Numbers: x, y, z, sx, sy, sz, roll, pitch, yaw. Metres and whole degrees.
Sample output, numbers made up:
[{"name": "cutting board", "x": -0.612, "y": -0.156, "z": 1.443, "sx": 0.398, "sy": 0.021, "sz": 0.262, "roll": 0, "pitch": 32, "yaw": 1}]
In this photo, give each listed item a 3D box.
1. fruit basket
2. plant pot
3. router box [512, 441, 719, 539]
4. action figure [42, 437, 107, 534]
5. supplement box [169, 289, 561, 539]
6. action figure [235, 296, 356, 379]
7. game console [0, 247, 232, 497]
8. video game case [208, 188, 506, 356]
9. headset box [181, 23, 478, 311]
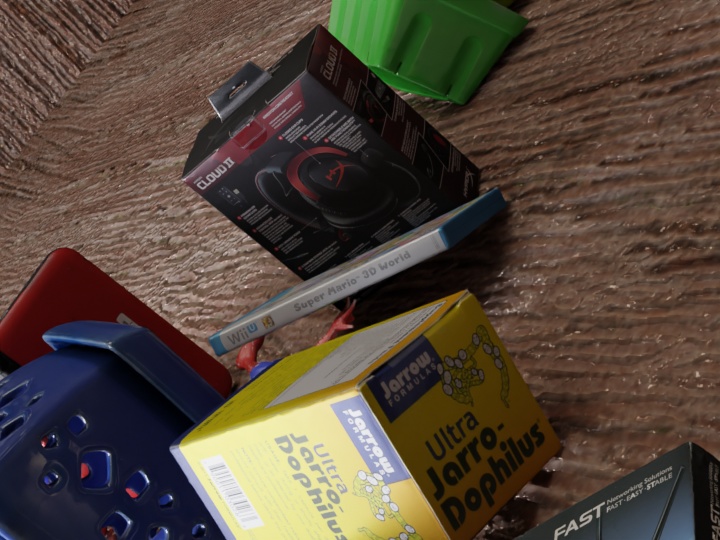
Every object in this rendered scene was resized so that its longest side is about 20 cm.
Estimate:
[{"name": "fruit basket", "x": 0.074, "y": -0.260, "z": 1.347, "sx": 0.216, "sy": 0.155, "sz": 0.216, "roll": -50, "pitch": 28, "yaw": 40}, {"name": "plant pot", "x": -0.191, "y": 0.149, "z": 1.115, "sx": 0.180, "sy": 0.200, "sz": 0.200, "roll": -52, "pitch": 22, "yaw": -18}, {"name": "router box", "x": 0.093, "y": 0.186, "z": 0.666, "sx": 0.200, "sy": 0.062, "sz": 0.150, "roll": -36, "pitch": 24, "yaw": 31}, {"name": "action figure", "x": -0.271, "y": 0.165, "z": 1.235, "sx": 0.065, "sy": 0.200, "sz": 0.052, "roll": 2, "pitch": 42, "yaw": 23}, {"name": "supplement box", "x": -0.002, "y": 0.105, "z": 0.883, "sx": 0.109, "sy": 0.110, "sz": 0.200, "roll": -38, "pitch": 9, "yaw": -39}, {"name": "action figure", "x": -0.026, "y": 0.066, "z": 1.093, "sx": 0.099, "sy": 0.065, "sz": 0.200, "roll": -55, "pitch": 21, "yaw": -1}, {"name": "game console", "x": -0.243, "y": 0.102, "z": 1.275, "sx": 0.173, "sy": 0.200, "sz": 0.119, "roll": -57, "pitch": 24, "yaw": -17}, {"name": "video game case", "x": 0.000, "y": 0.000, "z": 1.083, "sx": 0.200, "sy": 0.018, "sz": 0.143, "roll": -26, "pitch": 4, "yaw": 25}, {"name": "headset box", "x": -0.029, "y": -0.082, "z": 1.157, "sx": 0.149, "sy": 0.200, "sz": 0.075, "roll": -38, "pitch": 25, "yaw": 31}]
